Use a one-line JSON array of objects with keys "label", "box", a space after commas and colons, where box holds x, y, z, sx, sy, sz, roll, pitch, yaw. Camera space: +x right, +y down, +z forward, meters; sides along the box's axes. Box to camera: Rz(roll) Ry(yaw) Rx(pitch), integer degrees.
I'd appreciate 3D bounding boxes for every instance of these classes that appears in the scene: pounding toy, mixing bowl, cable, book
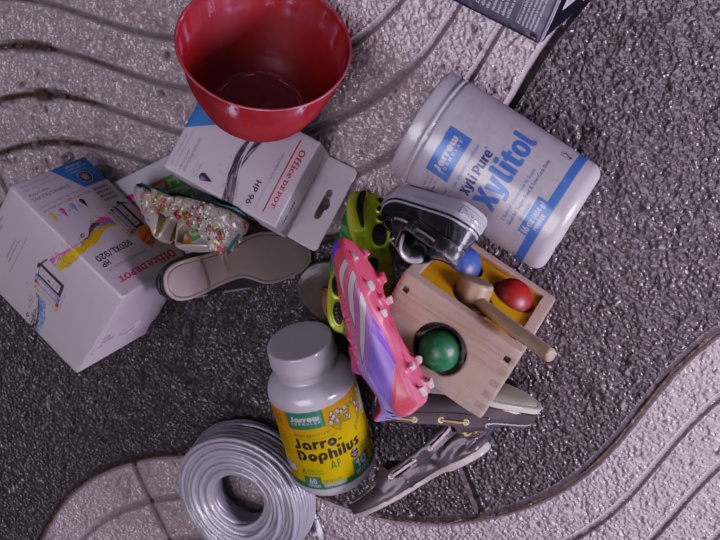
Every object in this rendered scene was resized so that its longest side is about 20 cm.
[{"label": "pounding toy", "box": [0.129, 0.054, 1.366, 0.183, 0.200, 0.143, 34, 120, 7]}, {"label": "mixing bowl", "box": [-0.113, -0.220, 1.387, 0.198, 0.201, 0.109, 28, 145, 10]}, {"label": "cable", "box": [-0.156, 0.303, 1.666, 0.197, 0.069, 0.203, 1, 111, 23]}, {"label": "book", "box": [-0.248, -0.072, 1.576, 0.198, 0.048, 0.135, -21, 98, 32]}]

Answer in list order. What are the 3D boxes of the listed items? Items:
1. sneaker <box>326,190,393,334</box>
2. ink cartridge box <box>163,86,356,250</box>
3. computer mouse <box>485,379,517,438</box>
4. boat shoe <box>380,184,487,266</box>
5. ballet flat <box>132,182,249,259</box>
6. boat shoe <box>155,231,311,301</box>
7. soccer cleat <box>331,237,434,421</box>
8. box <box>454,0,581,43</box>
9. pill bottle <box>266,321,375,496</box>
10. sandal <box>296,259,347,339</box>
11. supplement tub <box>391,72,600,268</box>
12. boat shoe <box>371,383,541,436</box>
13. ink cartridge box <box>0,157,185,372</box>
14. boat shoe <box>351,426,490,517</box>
[{"label": "sneaker", "box": [0.000, 0.000, 1.418, 0.073, 0.202, 0.084, 15, 138, -4]}, {"label": "ink cartridge box", "box": [-0.116, -0.121, 1.453, 0.198, 0.068, 0.117, 28, 87, 11]}, {"label": "computer mouse", "box": [0.087, 0.132, 1.509, 0.198, 0.044, 0.110, 32, 124, 3]}, {"label": "boat shoe", "box": [0.062, -0.044, 1.325, 0.072, 0.200, 0.071, 38, 80, -18]}, {"label": "ballet flat", "box": [-0.215, -0.060, 1.468, 0.198, 0.075, 0.065, 16, 80, 43]}, {"label": "boat shoe", "box": [-0.158, -0.007, 1.503, 0.057, 0.197, 0.068, 2, 104, 63]}, {"label": "soccer cleat", "box": [0.007, 0.064, 1.315, 0.076, 0.067, 0.202, -27, 90, 19]}, {"label": "box", "box": [0.134, -0.332, 1.241, 0.198, 0.148, 0.105, 29, 120, 12]}, {"label": "pill bottle", "box": [-0.052, 0.169, 1.521, 0.111, 0.113, 0.203, 1, 123, 23]}, {"label": "sandal", "box": [-0.010, 0.055, 1.475, 0.082, 0.054, 0.200, -47, 57, 10]}, {"label": "supplement tub", "box": [0.147, -0.108, 1.333, 0.198, 0.132, 0.133, 33, 120, 7]}, {"label": "boat shoe", "box": [0.110, 0.157, 1.421, 0.198, 0.072, 0.062, 12, 105, -10]}, {"label": "ink cartridge box", "box": [-0.349, -0.009, 1.542, 0.200, 0.147, 0.145, 43, 123, 8]}, {"label": "boat shoe", "box": [0.065, 0.234, 1.496, 0.198, 0.067, 0.058, -31, 85, 19]}]
